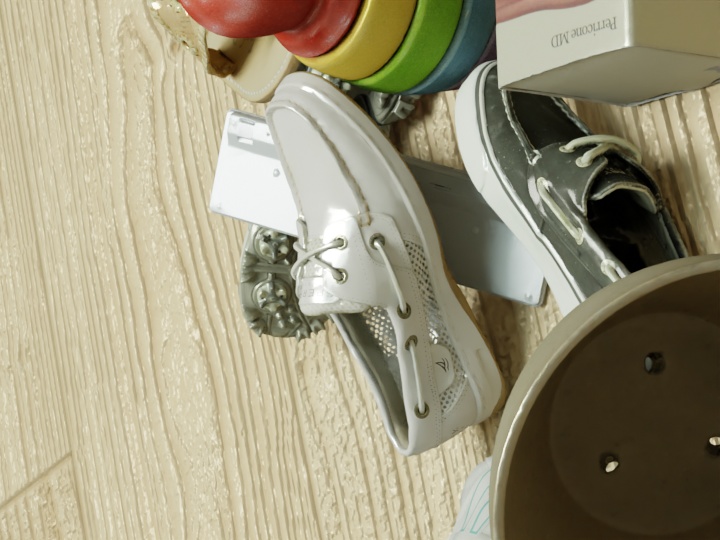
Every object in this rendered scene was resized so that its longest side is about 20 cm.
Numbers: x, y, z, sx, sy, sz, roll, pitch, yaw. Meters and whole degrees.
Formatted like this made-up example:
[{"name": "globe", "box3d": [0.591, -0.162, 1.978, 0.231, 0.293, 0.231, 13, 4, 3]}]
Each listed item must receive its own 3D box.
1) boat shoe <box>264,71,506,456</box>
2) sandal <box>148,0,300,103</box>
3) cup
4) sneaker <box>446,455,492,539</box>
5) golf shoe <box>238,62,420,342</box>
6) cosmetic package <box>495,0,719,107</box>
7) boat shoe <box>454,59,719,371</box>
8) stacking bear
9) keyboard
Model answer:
[{"name": "boat shoe", "box3d": [0.000, 0.000, 1.342, 0.200, 0.069, 0.071, 61, 154, -10]}, {"name": "sandal", "box3d": [-0.086, -0.140, 1.502, 0.212, 0.069, 0.078, -152, 75, -73]}, {"name": "cup", "box3d": [0.141, 0.079, 1.135, 0.143, 0.200, 0.201, -123, 43, -76]}, {"name": "sneaker", "box3d": [0.057, 0.142, 1.259, 0.071, 0.080, 0.200, 60, -177, -12]}, {"name": "golf shoe", "box3d": [-0.020, -0.062, 1.474, 0.097, 0.078, 0.201, -132, 59, -67]}, {"name": "cosmetic package", "box3d": [0.119, -0.185, 1.253, 0.103, 0.087, 0.201, -16, 74, 52]}, {"name": "boat shoe", "box3d": [0.111, -0.029, 1.268, 0.200, 0.071, 0.064, 61, 140, 27]}, {"name": "stacking bear", "box3d": [-0.002, -0.145, 1.325, 0.121, 0.200, 0.114, -4, 84, 55]}, {"name": "keyboard", "box3d": [0.010, -0.033, 1.391, 0.200, 0.011, 0.056, 17, 107, 28]}]
